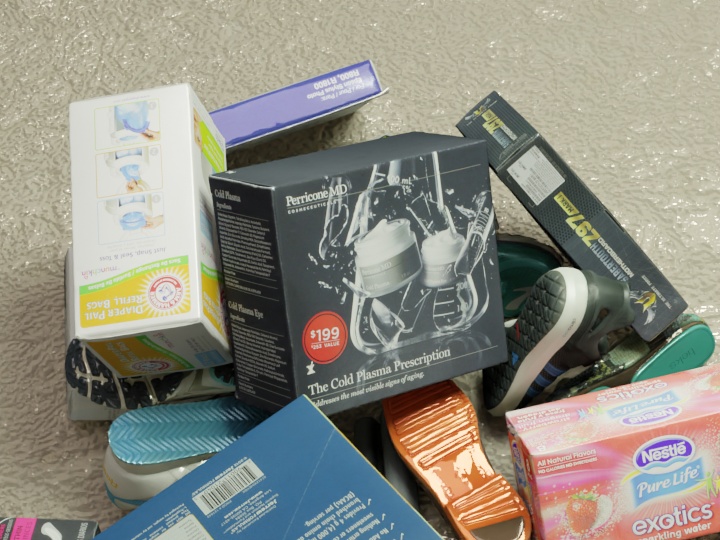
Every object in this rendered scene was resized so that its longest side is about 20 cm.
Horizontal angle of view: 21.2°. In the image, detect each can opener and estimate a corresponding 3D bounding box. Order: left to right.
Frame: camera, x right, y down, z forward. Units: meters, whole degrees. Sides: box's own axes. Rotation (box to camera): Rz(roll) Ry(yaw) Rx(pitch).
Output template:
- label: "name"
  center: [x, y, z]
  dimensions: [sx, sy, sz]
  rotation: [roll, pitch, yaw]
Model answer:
- label: "can opener"
  center: [0.018, 0.190, 1.514]
  dimensions: [0.052, 0.067, 0.201]
  rotation: [-22, 42, 22]

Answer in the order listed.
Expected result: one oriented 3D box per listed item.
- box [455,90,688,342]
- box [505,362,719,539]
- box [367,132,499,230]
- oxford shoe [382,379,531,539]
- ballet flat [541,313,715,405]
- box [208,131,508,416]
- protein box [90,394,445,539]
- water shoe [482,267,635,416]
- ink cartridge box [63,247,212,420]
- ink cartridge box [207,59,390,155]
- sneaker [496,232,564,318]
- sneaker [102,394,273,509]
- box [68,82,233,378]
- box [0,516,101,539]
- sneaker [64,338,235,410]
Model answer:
- label: "box"
  center: [0.170, -0.046, 1.571]
  dimensions: [0.051, 0.200, 0.158]
  rotation: [-41, 20, 5]
- label: "box"
  center: [0.222, 0.146, 1.475]
  dimensions: [0.199, 0.103, 0.095]
  rotation: [-12, 17, -5]
- label: "box"
  center: [0.025, -0.060, 1.684]
  dimensions: [0.110, 0.035, 0.200]
  rotation: [-25, 29, -17]
- label: "oxford shoe"
  center: [0.071, 0.160, 1.525]
  dimensions: [0.071, 0.073, 0.200]
  rotation: [-22, 56, -8]
- label: "ballet flat"
  center: [0.201, 0.099, 1.574]
  dimensions: [0.200, 0.074, 0.074]
  rotation: [-31, 54, -19]
- label: "box"
  center: [0.000, 0.000, 1.490]
  dimensions: [0.199, 0.183, 0.104]
  rotation: [-15, 14, -31]
- label: "protein box"
  center: [-0.050, 0.233, 1.352]
  dimensions: [0.198, 0.135, 0.200]
  rotation: [-34, 41, -13]
- label: "water shoe"
  center: [0.156, 0.066, 1.531]
  dimensions: [0.079, 0.200, 0.072]
  rotation: [6, 63, -15]
- label: "ink cartridge box"
  center: [-0.157, 0.055, 1.675]
  dimensions: [0.199, 0.047, 0.161]
  rotation: [2, 49, -12]
- label: "ink cartridge box"
  center: [-0.083, -0.139, 1.729]
  dimensions: [0.199, 0.200, 0.041]
  rotation: [-20, 93, -9]
- label: "sneaker"
  center: [0.076, 0.018, 1.630]
  dimensions: [0.199, 0.078, 0.080]
  rotation: [-5, 19, 15]
- label: "sneaker"
  center: [-0.111, 0.153, 1.560]
  dimensions: [0.199, 0.081, 0.077]
  rotation: [1, 46, -17]
- label: "box"
  center: [-0.163, -0.028, 1.515]
  dimensions: [0.101, 0.113, 0.201]
  rotation: [-8, 68, 9]
- label: "box"
  center: [-0.296, 0.264, 1.470]
  dimensions: [0.199, 0.106, 0.123]
  rotation: [0, 50, 8]
- label: "sneaker"
  center: [-0.143, 0.081, 1.581]
  dimensions: [0.199, 0.086, 0.078]
  rotation: [-3, 76, 11]
